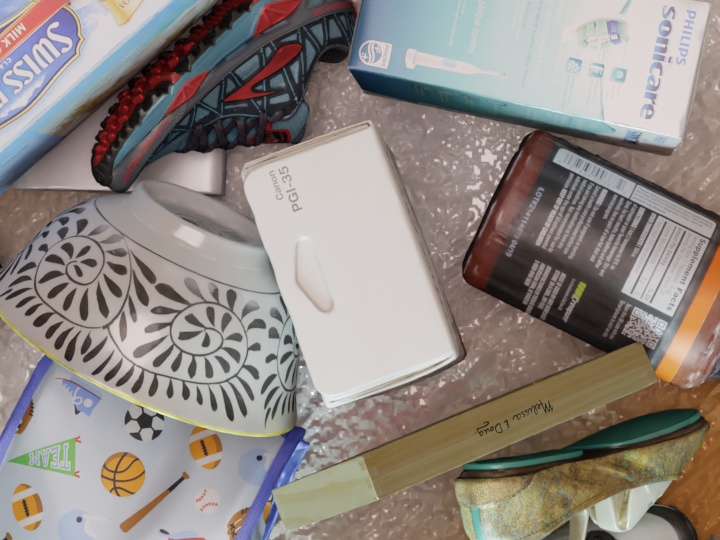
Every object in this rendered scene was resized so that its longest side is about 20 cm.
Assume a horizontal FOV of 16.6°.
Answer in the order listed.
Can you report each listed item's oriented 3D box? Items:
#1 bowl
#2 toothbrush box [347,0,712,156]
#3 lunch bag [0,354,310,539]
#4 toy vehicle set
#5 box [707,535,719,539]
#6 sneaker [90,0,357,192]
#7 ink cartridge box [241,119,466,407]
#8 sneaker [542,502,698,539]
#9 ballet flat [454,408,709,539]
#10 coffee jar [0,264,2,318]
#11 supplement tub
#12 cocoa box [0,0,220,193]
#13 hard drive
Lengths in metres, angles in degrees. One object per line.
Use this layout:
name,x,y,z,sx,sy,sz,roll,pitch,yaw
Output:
bowl,-0.109,0.008,1.448,0.201,0.201,0.094,27,104,5
toothbrush box,0.101,-0.131,1.473,0.200,0.146,0.085,13,89,5
lunch bag,-0.143,0.150,1.495,0.170,0.124,0.200,24,98,5
toy vehicle set,0.060,0.096,1.437,0.200,0.124,0.027,-20,86,-28
box,0.227,0.231,1.424,0.101,0.200,0.113,27,92,5
sneaker,-0.073,-0.105,1.498,0.200,0.079,0.096,-44,105,-15
ink cartridge box,0.000,0.000,1.448,0.083,0.200,0.147,-20,87,3
sneaker,0.111,0.196,1.495,0.200,0.079,0.074,-20,85,2
ballet flat,0.134,0.129,1.461,0.071,0.200,0.071,12,106,45
coffee jar,-0.300,-0.032,1.503,0.085,0.104,0.200,-24,103,40
supplement tub,0.169,0.002,1.484,0.200,0.107,0.107,27,90,4
cocoa box,-0.193,-0.152,1.440,0.200,0.133,0.131,-41,89,4
hard drive,-0.147,-0.149,1.551,0.132,0.025,0.200,2,88,4
